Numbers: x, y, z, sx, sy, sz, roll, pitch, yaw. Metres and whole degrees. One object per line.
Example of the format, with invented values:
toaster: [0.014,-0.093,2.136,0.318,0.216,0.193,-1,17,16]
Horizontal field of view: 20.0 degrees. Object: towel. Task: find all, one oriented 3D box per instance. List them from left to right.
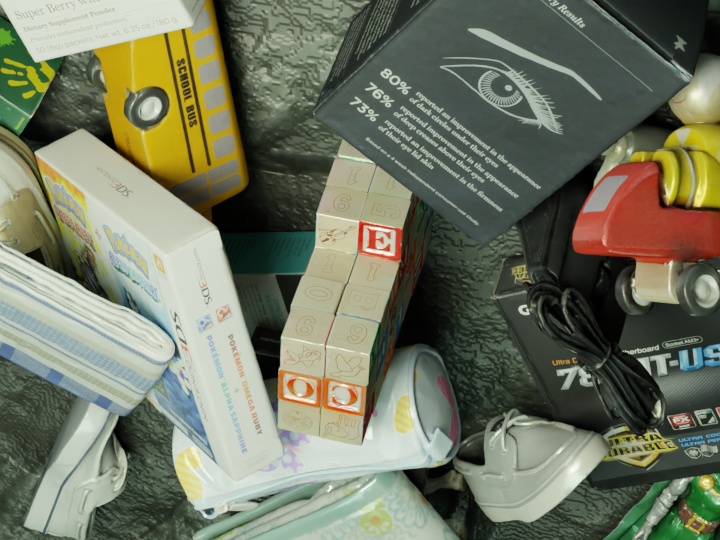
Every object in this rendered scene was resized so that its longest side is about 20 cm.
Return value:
towel: [-0.201,0.041,1.359,0.147,0.024,0.200,29,160,-5]
towel: [-0.012,0.230,1.515,0.200,0.048,0.171,-26,120,28]

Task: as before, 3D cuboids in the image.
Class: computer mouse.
computer mouse: [0.145,0.000,1.302,0.053,0.200,0.139,-33,125,17]

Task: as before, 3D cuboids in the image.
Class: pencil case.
pencil case: [-0.032,0.111,1.404,0.199,0.091,0.083,-16,126,21]

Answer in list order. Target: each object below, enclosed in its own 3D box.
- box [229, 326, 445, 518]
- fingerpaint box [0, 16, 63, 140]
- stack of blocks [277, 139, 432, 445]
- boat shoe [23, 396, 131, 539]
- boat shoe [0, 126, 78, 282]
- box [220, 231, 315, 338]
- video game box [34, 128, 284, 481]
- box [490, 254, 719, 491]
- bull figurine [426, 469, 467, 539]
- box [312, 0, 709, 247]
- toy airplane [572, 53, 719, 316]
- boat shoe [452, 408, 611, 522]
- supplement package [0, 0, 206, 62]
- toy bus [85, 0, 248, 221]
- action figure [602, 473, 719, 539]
box: [-0.020,0.140,1.500,0.142,0.036,0.201,12,128,5]
fingerpaint box: [-0.329,-0.112,1.426,0.167,0.073,0.200,32,133,-13]
stack of blocks: [0.000,0.000,1.334,0.058,0.200,0.115,11,135,8]
boat shoe: [-0.217,0.156,1.646,0.065,0.074,0.200,22,144,-9]
boat shoe: [-0.245,-0.032,1.387,0.074,0.069,0.200,-17,142,17]
box: [-0.116,0.017,1.492,0.199,0.049,0.082,0,132,18]
video game box: [-0.134,0.020,1.356,0.200,0.047,0.183,34,144,51]
box: [0.220,0.060,1.424,0.199,0.050,0.199,-11,128,27]
bull figurine: [0.015,0.162,1.573,0.121,0.065,0.200,-7,131,19]
box: [0.092,-0.134,1.247,0.148,0.105,0.200,38,131,-16]
toy airplane: [0.231,-0.066,1.234,0.199,0.199,0.142,-14,99,17]
boat shoe: [0.117,0.133,1.474,0.069,0.072,0.200,47,167,-3]
supplement package: [-0.175,-0.247,1.221,0.121,0.120,0.200,-9,127,26]
toy bus: [-0.127,-0.101,1.361,0.065,0.078,0.201,43,152,43]
action figure: [0.245,0.196,1.540,0.118,0.055,0.200,25,130,-1]
